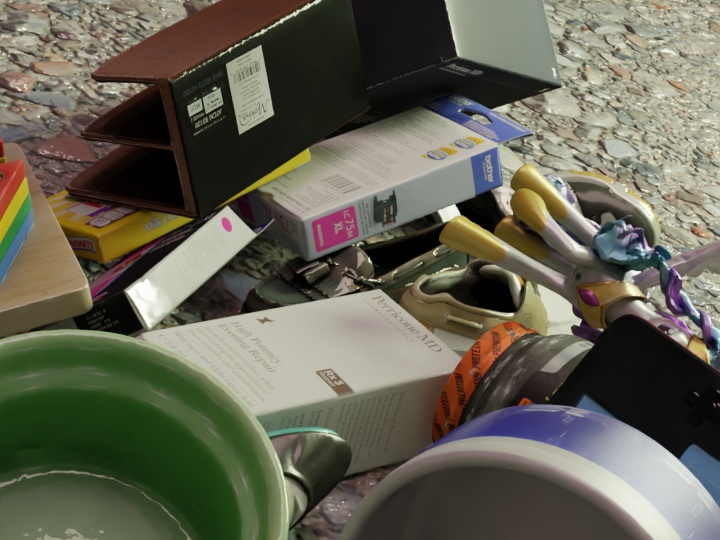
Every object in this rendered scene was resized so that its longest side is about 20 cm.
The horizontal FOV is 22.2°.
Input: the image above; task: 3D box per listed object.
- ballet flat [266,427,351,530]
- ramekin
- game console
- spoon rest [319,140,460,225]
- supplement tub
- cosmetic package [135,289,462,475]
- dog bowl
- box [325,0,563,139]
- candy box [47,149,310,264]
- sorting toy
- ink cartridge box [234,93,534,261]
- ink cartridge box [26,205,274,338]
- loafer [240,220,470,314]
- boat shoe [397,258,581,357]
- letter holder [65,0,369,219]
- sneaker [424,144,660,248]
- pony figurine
[{"bbox_3d":[-0.091,0.137,1.021,0.199,0.068,0.069,-7,44,-20],"label":"ballet flat"},{"bbox_3d":[-0.140,0.136,0.898,0.199,0.098,0.201,8,47,-9],"label":"ramekin"},{"bbox_3d":[0.150,0.143,1.013,0.177,0.200,0.031,38,-6,28],"label":"game console"},{"bbox_3d":[-0.004,-0.066,1.444,0.199,0.061,0.099,27,29,18],"label":"spoon rest"},{"bbox_3d":[0.148,0.119,1.110,0.200,0.123,0.122,33,31,28],"label":"supplement tub"},{"bbox_3d":[-0.038,0.077,1.146,0.199,0.074,0.102,-12,39,-41],"label":"cosmetic package"},{"bbox_3d":[0.087,0.170,0.896,0.199,0.201,0.079,26,26,20],"label":"dog bowl"},{"bbox_3d":[0.034,-0.179,1.468,0.181,0.105,0.200,-15,-8,28],"label":"box"},{"bbox_3d":[-0.141,-0.060,1.321,0.102,0.027,0.200,11,31,44],"label":"candy box"},{"bbox_3d":[-0.290,-0.027,1.136,0.199,0.070,0.199,-15,35,-16],"label":"sorting toy"},{"bbox_3d":[0.018,-0.072,1.358,0.199,0.042,0.119,-24,29,-21],"label":"ink cartridge box"},{"bbox_3d":[-0.137,0.006,1.207,0.037,0.094,0.200,61,28,-7],"label":"ink cartridge box"},{"bbox_3d":[0.000,0.000,1.318,0.199,0.063,0.072,-10,37,-41],"label":"loafer"},{"bbox_3d":[0.101,0.030,1.310,0.199,0.069,0.075,-14,39,-44],"label":"boat shoe"},{"bbox_3d":[-0.113,-0.129,1.307,0.142,0.101,0.200,9,31,36],"label":"letter holder"},{"bbox_3d":[0.139,-0.040,1.480,0.199,0.076,0.088,18,42,11],"label":"sneaker"},{"bbox_3d":[0.171,0.015,1.220,0.200,0.167,0.193,38,17,18],"label":"pony figurine"}]
